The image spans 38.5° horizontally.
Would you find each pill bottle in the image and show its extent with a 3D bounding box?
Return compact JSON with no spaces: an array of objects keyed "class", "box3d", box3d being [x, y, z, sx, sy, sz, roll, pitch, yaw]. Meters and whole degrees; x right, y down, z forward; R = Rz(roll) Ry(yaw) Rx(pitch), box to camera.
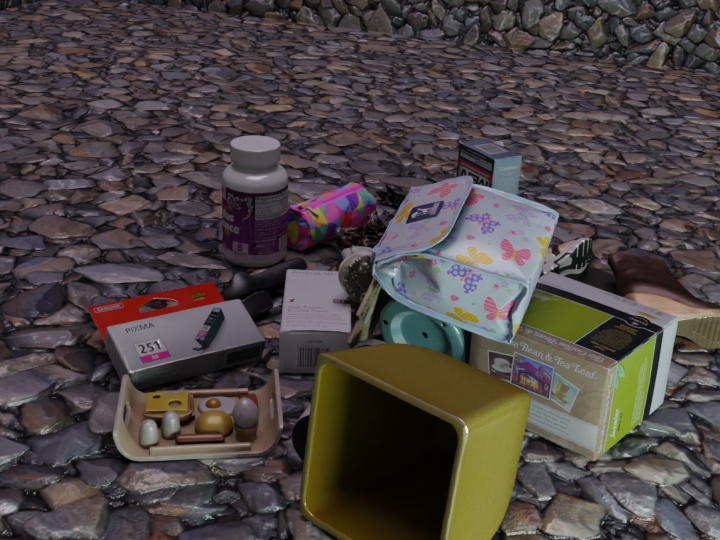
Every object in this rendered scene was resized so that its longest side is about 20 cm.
[{"class":"pill bottle","box3d":[-0.176,-0.117,1.716,0.111,0.201,0.112,2,24,-1]}]

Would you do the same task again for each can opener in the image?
[{"class":"can opener","box3d":[-0.153,0.024,1.602,0.063,0.079,0.200,-29,2,34]}]

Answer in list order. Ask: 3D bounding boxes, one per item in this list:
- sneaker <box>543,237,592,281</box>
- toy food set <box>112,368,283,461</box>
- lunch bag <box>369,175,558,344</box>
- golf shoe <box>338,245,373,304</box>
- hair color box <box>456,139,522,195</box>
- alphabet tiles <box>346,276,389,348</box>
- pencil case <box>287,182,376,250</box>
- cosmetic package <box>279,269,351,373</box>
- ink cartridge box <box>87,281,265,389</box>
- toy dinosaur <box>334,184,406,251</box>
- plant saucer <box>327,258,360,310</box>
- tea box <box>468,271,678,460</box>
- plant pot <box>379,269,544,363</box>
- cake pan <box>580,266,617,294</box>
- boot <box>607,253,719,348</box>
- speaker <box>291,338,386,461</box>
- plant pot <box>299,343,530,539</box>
[{"class":"sneaker","box3d":[0.294,-0.011,1.603,0.080,0.074,0.199,19,29,35]},{"class":"toy food set","box3d":[-0.197,0.166,1.269,0.198,0.061,0.144,0,25,-8]},{"class":"lunch bag","box3d":[0.127,-0.027,1.290,0.199,0.128,0.170,19,42,13]},{"class":"golf shoe","box3d":[0.000,0.000,1.517,0.097,0.079,0.200,29,7,23]},{"class":"hair color box","box3d":[0.209,-0.110,1.743,0.060,0.201,0.099,-11,28,-29]},{"class":"alphabet tiles","box3d":[0.025,0.033,1.408,0.006,0.167,0.200,24,-9,9]},{"class":"pencil case","box3d":[-0.059,-0.098,1.832,0.088,0.089,0.200,20,29,33]},{"class":"cosmetic package","box3d":[-0.063,0.070,1.479,0.101,0.075,0.200,2,26,-3]},{"class":"ink cartridge box","box3d":[-0.257,0.074,1.431,0.199,0.044,0.174,-12,46,-29]},{"class":"toy dinosaur","box3d":[0.056,-0.055,1.634,0.199,0.136,0.103,-10,58,4]},{"class":"plant saucer","box3d":[0.036,0.012,1.667,0.199,0.032,0.200,3,25,-1]},{"class":"tea box","box3d":[0.273,0.116,1.341,0.199,0.135,0.196,22,30,37]},{"class":"plant pot","box3d":[0.128,0.044,1.436,0.199,0.201,0.188,16,43,27]},{"class":"cake pan","box3d":[0.335,0.039,1.631,0.199,0.037,0.201,3,25,-1]},{"class":"boot","box3d":[0.483,0.035,1.563,0.198,0.073,0.167,5,40,-5]},{"class":"speaker","box3d":[-0.012,0.164,1.272,0.081,0.082,0.200,11,26,17]},{"class":"plant pot","box3d":[0.078,0.186,1.113,0.194,0.197,0.199,22,24,36]}]
